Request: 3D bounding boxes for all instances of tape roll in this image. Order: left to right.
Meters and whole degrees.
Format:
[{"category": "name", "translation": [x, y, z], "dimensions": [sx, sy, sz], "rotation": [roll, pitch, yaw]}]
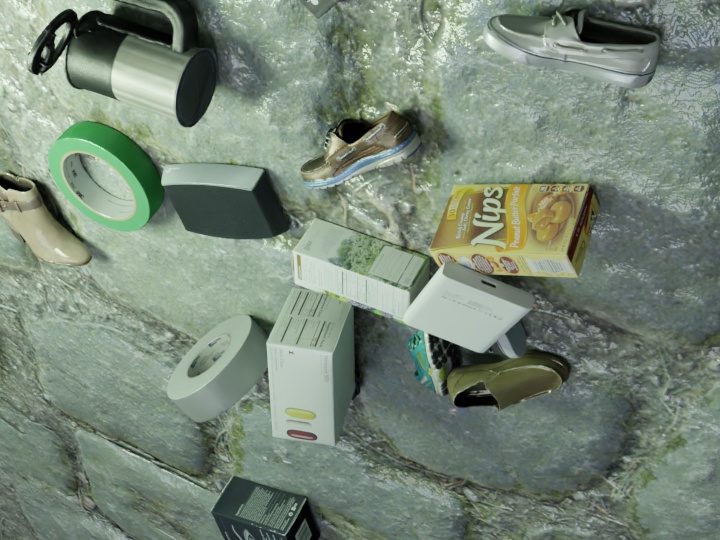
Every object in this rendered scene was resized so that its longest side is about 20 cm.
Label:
[{"category": "tape roll", "translation": [-0.426, -0.155, 1.866], "dimensions": [0.200, 0.048, 0.201], "rotation": [20, 140, 17]}, {"category": "tape roll", "translation": [-0.248, 0.172, 1.977], "dimensions": [0.200, 0.201, 0.066], "rotation": [-19, 122, 46]}]

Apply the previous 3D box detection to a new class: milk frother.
[{"category": "milk frother", "translation": [-0.326, -0.282, 1.530], "dimensions": [0.187, 0.200, 0.181], "rotation": [20, 137, 15]}]

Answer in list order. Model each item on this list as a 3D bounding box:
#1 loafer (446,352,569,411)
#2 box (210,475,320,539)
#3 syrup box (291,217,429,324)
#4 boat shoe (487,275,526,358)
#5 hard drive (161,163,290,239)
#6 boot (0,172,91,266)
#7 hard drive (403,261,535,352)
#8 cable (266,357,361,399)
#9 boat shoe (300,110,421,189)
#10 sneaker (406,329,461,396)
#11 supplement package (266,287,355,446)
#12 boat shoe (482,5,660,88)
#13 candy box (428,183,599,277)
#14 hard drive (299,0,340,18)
[{"category": "loafer", "translation": [0.228, 0.181, 1.734], "dimensions": [0.199, 0.068, 0.076], "rotation": [-14, 126, 25]}, {"category": "box", "translation": [-0.209, 0.557, 2.457], "dimensions": [0.199, 0.104, 0.148], "rotation": [12, 139, 26]}, {"category": "syrup box", "translation": [0.000, 0.000, 1.708], "dimensions": [0.199, 0.079, 0.082], "rotation": [19, 141, 17]}, {"category": "boat shoe", "translation": [0.184, 0.056, 1.656], "dimensions": [0.066, 0.070, 0.200], "rotation": [-2, 139, 35]}, {"category": "hard drive", "translation": [-0.220, -0.107, 1.775], "dimensions": [0.199, 0.042, 0.135], "rotation": [6, 135, 31]}, {"category": "boot", "translation": [-0.587, -0.096, 2.030], "dimensions": [0.199, 0.070, 0.147], "rotation": [19, 139, 17]}, {"category": "hard drive", "translation": [0.147, 0.055, 1.561], "dimensions": [0.131, 0.026, 0.200], "rotation": [21, 156, -5]}, {"category": "cable", "translation": [-0.077, 0.187, 1.993], "dimensions": [0.200, 0.051, 0.163], "rotation": [-18, 119, 44]}, {"category": "boat shoe", "translation": [-0.011, -0.173, 1.540], "dimensions": [0.199, 0.072, 0.073], "rotation": [-18, 117, 34]}, {"category": "sneaker", "translation": [0.108, 0.126, 1.780], "dimensions": [0.079, 0.078, 0.201], "rotation": [23, 143, 27]}, {"category": "supplement package", "translation": [-0.077, 0.158, 1.830], "dimensions": [0.110, 0.156, 0.201], "rotation": [6, 125, 11]}, {"category": "boat shoe", "translation": [0.238, -0.263, 1.254], "dimensions": [0.199, 0.072, 0.066], "rotation": [21, 137, 14]}, {"category": "candy box", "translation": [0.202, -0.054, 1.468], "dimensions": [0.199, 0.116, 0.055], "rotation": [3, 145, 33]}, {"category": "hard drive", "translation": [-0.074, -0.414, 1.334], "dimensions": [0.200, 0.038, 0.140], "rotation": [44, 141, -16]}]
